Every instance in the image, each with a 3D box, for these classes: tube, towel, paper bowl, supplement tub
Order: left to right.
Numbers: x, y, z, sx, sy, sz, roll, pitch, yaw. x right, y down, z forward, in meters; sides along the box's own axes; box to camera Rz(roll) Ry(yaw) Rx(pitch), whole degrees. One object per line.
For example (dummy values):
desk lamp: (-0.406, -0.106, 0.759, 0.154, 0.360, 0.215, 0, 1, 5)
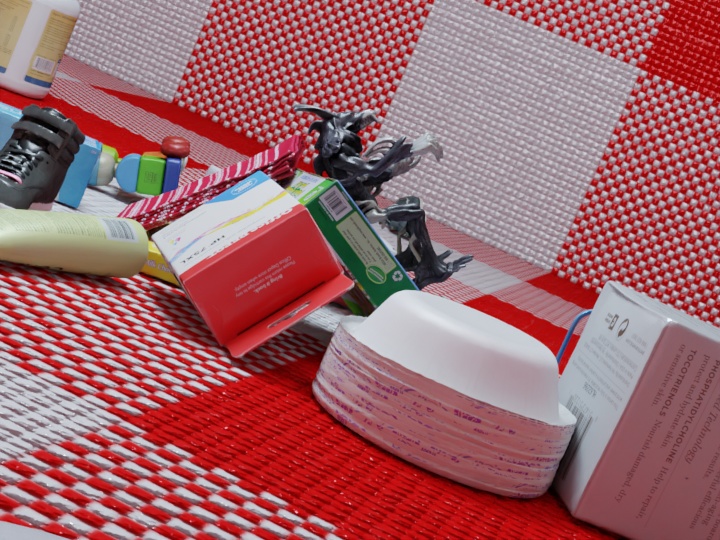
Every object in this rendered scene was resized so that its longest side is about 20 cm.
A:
supplement tub: (-0.534, -0.390, 2.286, 0.145, 0.200, 0.145, 23, 7, -3)
tube: (-0.253, -0.024, 1.126, 0.058, 0.052, 0.200, -21, -16, 31)
towel: (-0.148, -0.081, 1.380, 0.200, 0.023, 0.145, -21, 11, 6)
paper bowl: (0.071, 0.085, 1.105, 0.200, 0.104, 0.201, 22, 8, -3)

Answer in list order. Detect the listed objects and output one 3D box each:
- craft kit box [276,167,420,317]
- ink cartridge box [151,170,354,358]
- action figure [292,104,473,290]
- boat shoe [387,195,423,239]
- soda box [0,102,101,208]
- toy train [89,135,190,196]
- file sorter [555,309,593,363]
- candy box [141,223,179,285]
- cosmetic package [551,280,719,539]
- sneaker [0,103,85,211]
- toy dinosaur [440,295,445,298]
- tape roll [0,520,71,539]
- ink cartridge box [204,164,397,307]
craft kit box: (0.000, 0.000, 1.302, 0.200, 0.049, 0.198, 53, -4, -13)
ink cartridge box: (-0.092, -0.009, 1.174, 0.067, 0.116, 0.200, 61, -8, -21)
action figure: (0.023, -0.084, 1.300, 0.200, 0.102, 0.119, 56, -6, -12)
boat shoe: (0.076, -0.108, 2.675, 0.062, 0.073, 0.200, 26, 12, -12)
soda box: (-0.368, -0.133, 1.452, 0.200, 0.068, 0.064, 21, 8, -16)
toy train: (-0.266, -0.125, 1.719, 0.116, 0.085, 0.200, 9, 9, -8)
file sorter: (0.267, 0.129, 1.328, 0.139, 0.123, 0.200, 22, 7, -16)
candy box: (-0.166, -0.013, 1.380, 0.102, 0.026, 0.200, 18, 8, -13)
cosmetic package: (0.268, 0.131, 1.134, 0.200, 0.166, 0.167, 23, 7, -10)
sneaker: (-0.307, -0.101, 1.289, 0.071, 0.099, 0.200, 25, 8, 2)
toy dinosaur: (0.100, 0.070, 1.446, 0.200, 0.058, 0.101, 27, -3, 35)
tape roll: (-0.086, 0.137, 0.372, 0.200, 0.066, 0.200, 24, 7, -3)
ink cartridge box: (-0.075, -0.030, 1.562, 0.200, 0.084, 0.176, 21, 7, -18)
